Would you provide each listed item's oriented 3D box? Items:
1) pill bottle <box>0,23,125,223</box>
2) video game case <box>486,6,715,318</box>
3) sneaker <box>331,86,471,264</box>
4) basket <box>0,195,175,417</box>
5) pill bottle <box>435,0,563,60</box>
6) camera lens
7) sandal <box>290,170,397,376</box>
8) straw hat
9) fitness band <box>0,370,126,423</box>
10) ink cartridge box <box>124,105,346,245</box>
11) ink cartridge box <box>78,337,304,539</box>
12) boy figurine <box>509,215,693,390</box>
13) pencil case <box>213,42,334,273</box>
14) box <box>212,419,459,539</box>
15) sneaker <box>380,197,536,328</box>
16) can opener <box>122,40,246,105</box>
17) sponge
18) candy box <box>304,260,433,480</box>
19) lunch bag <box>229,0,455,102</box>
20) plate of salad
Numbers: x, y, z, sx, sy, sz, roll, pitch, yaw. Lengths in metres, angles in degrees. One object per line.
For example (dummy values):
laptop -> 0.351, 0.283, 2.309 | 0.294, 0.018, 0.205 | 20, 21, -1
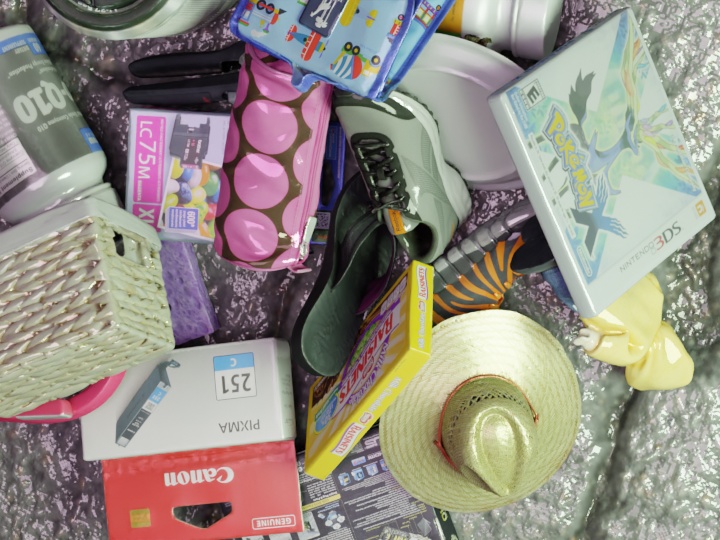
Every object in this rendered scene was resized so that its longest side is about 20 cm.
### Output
pill bottle -> -0.304, -0.115, 1.757 | 0.113, 0.114, 0.201 | -31, 89, 17
video game case -> 0.203, -0.091, 1.577 | 0.022, 0.182, 0.201 | -9, 111, 51
sneaker -> 0.033, -0.084, 1.626 | 0.073, 0.080, 0.201 | 1, 142, 36
basket -> -0.276, 0.038, 1.672 | 0.198, 0.135, 0.125 | -22, 72, 15
pill bottle -> 0.070, -0.235, 1.636 | 0.198, 0.111, 0.112 | 11, 101, 14
camera lens -> -0.188, -0.283, 1.655 | 0.158, 0.200, 0.162 | 2, 98, 15
sandal -> 0.001, 0.001, 1.676 | 0.048, 0.075, 0.202 | -7, 57, 47
straw hat -> 0.113, 0.143, 1.648 | 0.199, 0.085, 0.203 | -5, 114, -10
fitness band -> -0.303, 0.068, 1.768 | 0.198, 0.037, 0.145 | -1, 75, 22
ink cartridge box -> -0.114, -0.083, 1.733 | 0.198, 0.042, 0.121 | 4, 97, 3
ink cartridge box -> -0.156, 0.160, 1.749 | 0.198, 0.045, 0.178 | -8, 84, 15
boy figurine -> 0.215, 0.028, 1.628 | 0.064, 0.125, 0.200 | -18, 130, 41
pencil case -> -0.068, -0.100, 1.642 | 0.093, 0.090, 0.202 | 30, 123, 38
box -> -0.019, 0.236, 1.763 | 0.198, 0.049, 0.163 | -21, 90, 17
sneaker -> 0.122, 0.019, 1.686 | 0.199, 0.078, 0.112 | -36, 92, 28
can opener -> -0.130, -0.174, 1.719 | 0.198, 0.079, 0.064 | -6, 58, 25
sponge -> -0.239, 0.035, 1.805 | 0.198, 0.030, 0.113 | -20, 93, 16
candy box -> 0.006, 0.089, 1.670 | 0.026, 0.103, 0.200 | 20, 134, -20
lunch bag -> -0.005, -0.234, 1.550 | 0.150, 0.094, 0.201 | 27, 84, 21
plate of salad -> 0.084, -0.140, 1.630 | 0.198, 0.201, 0.048 | 17, 58, 13
